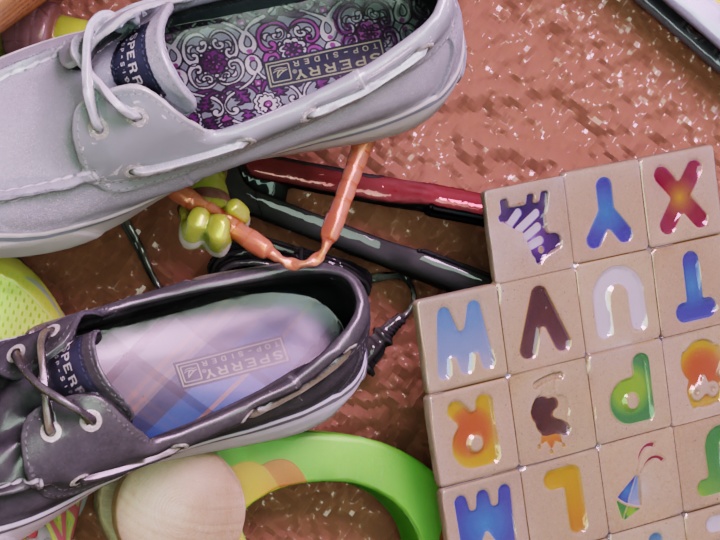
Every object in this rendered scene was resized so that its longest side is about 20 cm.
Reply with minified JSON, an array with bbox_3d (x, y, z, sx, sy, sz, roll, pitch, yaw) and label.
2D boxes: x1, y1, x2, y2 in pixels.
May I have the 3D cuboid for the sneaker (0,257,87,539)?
[{"bbox_3d":[-0.131,0.091,0.804,0.078,0.090,0.201,0,87,-6],"label":"sneaker"}]

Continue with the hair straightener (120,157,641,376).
[{"bbox_3d":[0.000,0.000,0.847,0.199,0.041,0.077,13,87,-7],"label":"hair straightener"}]

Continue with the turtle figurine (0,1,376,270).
[{"bbox_3d":[-0.077,-0.080,0.825,0.161,0.064,0.201,-3,63,-1],"label":"turtle figurine"}]

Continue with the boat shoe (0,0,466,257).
[{"bbox_3d":[-0.063,-0.062,0.740,0.200,0.072,0.070,-16,71,-5],"label":"boat shoe"}]

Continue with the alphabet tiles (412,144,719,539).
[{"bbox_3d":[0.100,0.061,0.842,0.166,0.006,0.201,-12,99,-27],"label":"alphabet tiles"}]

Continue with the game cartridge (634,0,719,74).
[{"bbox_3d":[0.153,-0.148,0.875,0.200,0.040,0.133,39,81,-5],"label":"game cartridge"}]

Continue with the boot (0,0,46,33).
[{"bbox_3d":[-0.062,-0.138,0.782,0.200,0.069,0.188,-34,58,-14],"label":"boot"}]

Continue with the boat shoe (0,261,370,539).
[{"bbox_3d":[-0.085,0.041,0.761,0.199,0.066,0.070,-13,66,-19],"label":"boat shoe"}]

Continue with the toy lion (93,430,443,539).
[{"bbox_3d":[0.004,0.157,0.840,0.191,0.069,0.201,-2,89,-14],"label":"toy lion"}]
